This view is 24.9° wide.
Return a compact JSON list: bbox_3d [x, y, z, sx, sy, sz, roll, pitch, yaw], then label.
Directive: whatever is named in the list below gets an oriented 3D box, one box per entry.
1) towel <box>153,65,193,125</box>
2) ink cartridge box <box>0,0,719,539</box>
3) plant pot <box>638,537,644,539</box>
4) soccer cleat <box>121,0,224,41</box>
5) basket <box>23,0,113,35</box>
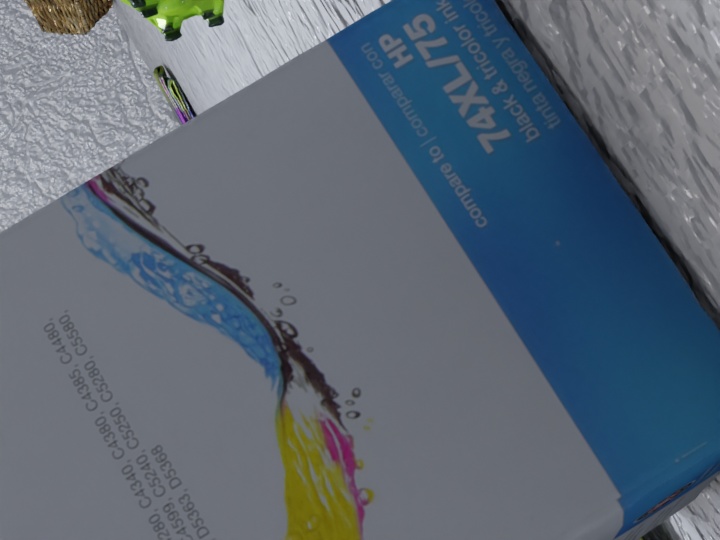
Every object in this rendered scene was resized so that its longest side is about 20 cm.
[{"bbox_3d":[-0.229,-0.190,2.267,0.201,0.023,0.144,62,175,-16],"label":"towel"},{"bbox_3d":[-0.016,0.046,0.466,0.147,0.199,0.147,58,175,15],"label":"ink cartridge box"},{"bbox_3d":[0.080,0.197,0.707,0.200,0.187,0.187,43,-172,-44],"label":"plant pot"},{"bbox_3d":[-0.106,-0.178,0.873,0.200,0.067,0.082,163,89,-85],"label":"soccer cleat"},{"bbox_3d":[-0.464,-0.495,2.595,0.142,0.149,0.201,7,137,40],"label":"basket"}]
